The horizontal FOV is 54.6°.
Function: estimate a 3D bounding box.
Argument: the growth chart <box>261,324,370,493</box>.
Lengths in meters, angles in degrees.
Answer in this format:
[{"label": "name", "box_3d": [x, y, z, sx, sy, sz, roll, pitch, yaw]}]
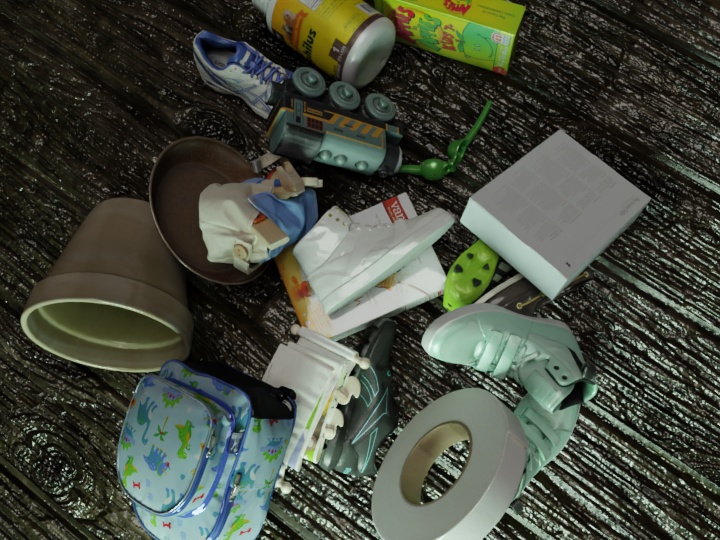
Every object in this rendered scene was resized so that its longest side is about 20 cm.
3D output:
[{"label": "growth chart", "box_3d": [-0.080, 0.167, 0.854, 0.144, 0.018, 0.201, 31, 91, 33]}]

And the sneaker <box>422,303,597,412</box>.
[{"label": "sneaker", "box_3d": [0.175, 0.103, 0.791, 0.199, 0.074, 0.118, 5, 33, -17]}]

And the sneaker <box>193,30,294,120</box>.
[{"label": "sneaker", "box_3d": [-0.150, -0.273, 0.983, 0.199, 0.088, 0.076, 21, 76, 9]}]

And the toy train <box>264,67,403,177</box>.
[{"label": "toy train", "box_3d": [-0.032, -0.185, 0.913, 0.199, 0.085, 0.115, 13, 58, -24]}]

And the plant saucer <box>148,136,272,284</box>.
[{"label": "plant saucer", "box_3d": [-0.193, -0.074, 0.906, 0.037, 0.200, 0.202, -22, 70, 40]}]

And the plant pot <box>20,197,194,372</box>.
[{"label": "plant pot", "box_3d": [-0.303, 0.010, 0.883, 0.199, 0.200, 0.175, -1, 59, 5]}]

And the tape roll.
[{"label": "tape roll", "box_3d": [0.095, 0.224, 0.780, 0.037, 0.203, 0.203, 42, 81, -19]}]

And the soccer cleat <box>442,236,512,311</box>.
[{"label": "soccer cleat", "box_3d": [0.172, -0.020, 0.902, 0.067, 0.081, 0.200, 41, 61, 16]}]

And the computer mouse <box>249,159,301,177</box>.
[{"label": "computer mouse", "box_3d": [-0.121, -0.162, 0.979, 0.199, 0.034, 0.059, -29, 76, -2]}]

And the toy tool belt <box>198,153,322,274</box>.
[{"label": "toy tool belt", "box_3d": [-0.101, -0.075, 0.878, 0.122, 0.200, 0.126, 6, 119, 27]}]

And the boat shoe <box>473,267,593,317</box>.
[{"label": "boat shoe", "box_3d": [0.202, 0.040, 0.876, 0.201, 0.072, 0.061, -35, 71, -7]}]

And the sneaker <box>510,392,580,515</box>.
[{"label": "sneaker", "box_3d": [0.199, 0.203, 0.810, 0.074, 0.118, 0.201, 38, 82, 13]}]

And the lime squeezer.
[{"label": "lime squeezer", "box_3d": [0.113, -0.162, 0.964, 0.199, 0.038, 0.071, -30, 44, -2]}]

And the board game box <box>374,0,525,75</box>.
[{"label": "board game box", "box_3d": [0.121, -0.346, 0.970, 0.199, 0.102, 0.048, 20, 79, 10]}]

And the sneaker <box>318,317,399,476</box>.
[{"label": "sneaker", "box_3d": [0.013, 0.159, 0.873, 0.079, 0.075, 0.201, 21, 85, -3]}]

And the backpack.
[{"label": "backpack", "box_3d": [-0.190, 0.216, 0.810, 0.182, 0.147, 0.201, 14, 91, 38]}]

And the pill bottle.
[{"label": "pill bottle", "box_3d": [-0.056, -0.352, 0.983, 0.200, 0.109, 0.109, 39, 82, 13]}]

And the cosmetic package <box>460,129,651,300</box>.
[{"label": "cosmetic package", "box_3d": [0.245, -0.076, 0.871, 0.200, 0.052, 0.151, -36, 67, -30]}]

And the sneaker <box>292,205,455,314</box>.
[{"label": "sneaker", "box_3d": [0.011, -0.047, 0.876, 0.199, 0.074, 0.116, -33, 77, -3]}]

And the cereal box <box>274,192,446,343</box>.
[{"label": "cereal box", "box_3d": [0.000, 0.000, 0.922, 0.199, 0.040, 0.145, -24, 74, -1]}]
